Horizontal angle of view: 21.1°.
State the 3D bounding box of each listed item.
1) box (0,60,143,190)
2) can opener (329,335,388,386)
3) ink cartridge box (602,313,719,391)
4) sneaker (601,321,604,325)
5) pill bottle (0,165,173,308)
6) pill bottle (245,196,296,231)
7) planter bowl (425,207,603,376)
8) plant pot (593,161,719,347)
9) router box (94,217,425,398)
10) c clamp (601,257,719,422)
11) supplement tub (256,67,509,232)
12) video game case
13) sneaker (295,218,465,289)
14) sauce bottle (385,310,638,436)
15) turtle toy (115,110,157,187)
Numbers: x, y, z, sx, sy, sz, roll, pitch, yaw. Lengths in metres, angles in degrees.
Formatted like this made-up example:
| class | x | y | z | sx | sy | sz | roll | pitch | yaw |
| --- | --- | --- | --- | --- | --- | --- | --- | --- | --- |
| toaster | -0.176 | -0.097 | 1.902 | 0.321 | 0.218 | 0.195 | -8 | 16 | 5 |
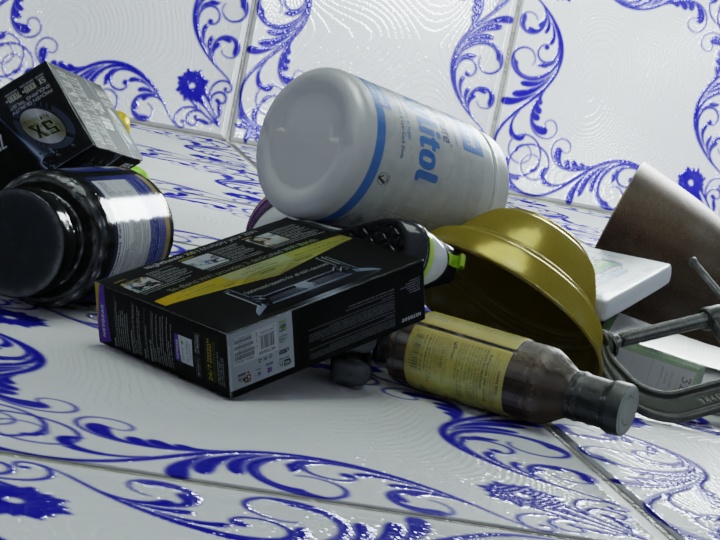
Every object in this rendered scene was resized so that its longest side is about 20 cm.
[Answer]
| class | x | y | z | sx | sy | sz | roll | pitch | yaw |
| --- | --- | --- | --- | --- | --- | --- | --- | --- | --- |
| box | -0.298 | -0.097 | 1.702 | 0.163 | 0.086 | 0.200 | -31 | -3 | 4 |
| can opener | 0.012 | 0.054 | 1.570 | 0.066 | 0.054 | 0.200 | 11 | 9 | -1 |
| ink cartridge box | 0.312 | 0.094 | 1.768 | 0.199 | 0.048 | 0.146 | 19 | 9 | 9 |
| sneaker | 0.185 | 0.038 | 1.857 | 0.088 | 0.082 | 0.200 | 19 | 9 | 35 |
| pill bottle | -0.238 | -0.028 | 1.576 | 0.111 | 0.113 | 0.200 | 14 | 8 | 16 |
| pill bottle | -0.051 | -0.017 | 1.777 | 0.112 | 0.113 | 0.200 | 11 | 8 | -5 |
| planter bowl | 0.137 | 0.006 | 1.639 | 0.200 | 0.084 | 0.201 | 30 | -20 | 12 |
| plant pot | 0.337 | 0.017 | 1.989 | 0.199 | 0.188 | 0.187 | 28 | 10 | 9 |
| router box | -0.074 | 0.023 | 1.454 | 0.199 | 0.053 | 0.157 | -20 | 27 | -39 |
| c clamp | 0.278 | 0.068 | 1.690 | 0.199 | 0.027 | 0.171 | -16 | 47 | -35 |
| supplement tub | 0.020 | -0.088 | 1.669 | 0.199 | 0.133 | 0.132 | 16 | 2 | -45 |
| video game case | 0.176 | 0.001 | 1.803 | 0.181 | 0.024 | 0.200 | 13 | 15 | 23 |
| sneaker | 0.000 | 0.000 | 1.586 | 0.199 | 0.072 | 0.083 | 0 | -11 | 44 |
| sauce bottle | 0.116 | 0.082 | 1.489 | 0.199 | 0.065 | 0.065 | 17 | 9 | 29 |
| turtle toy | -0.276 | -0.082 | 1.899 | 0.199 | 0.147 | 0.101 | 15 | 28 | 19 |
